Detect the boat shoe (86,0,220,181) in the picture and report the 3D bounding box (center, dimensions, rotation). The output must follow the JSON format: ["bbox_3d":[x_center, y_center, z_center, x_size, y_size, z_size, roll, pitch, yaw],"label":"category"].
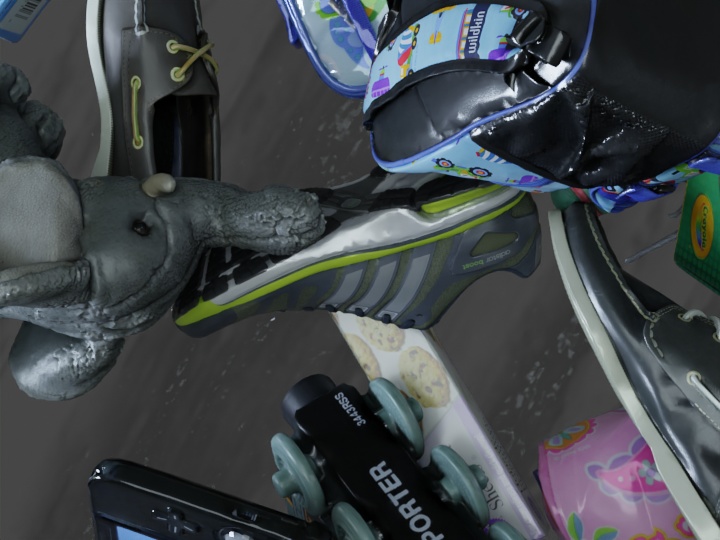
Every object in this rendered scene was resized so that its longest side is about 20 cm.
[{"bbox_3d":[-0.100,-0.090,1.221,0.061,0.072,0.201,6,98,33],"label":"boat shoe"}]

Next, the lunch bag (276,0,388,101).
[{"bbox_3d":[0.017,-0.194,1.207,0.161,0.082,0.200,-24,85,10],"label":"lunch bag"}]

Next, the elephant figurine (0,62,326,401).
[{"bbox_3d":[-0.146,-0.009,1.131,0.200,0.141,0.155,35,111,34],"label":"elephant figurine"}]

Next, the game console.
[{"bbox_3d":[-0.064,0.204,1.141,0.176,0.200,0.116,18,58,9],"label":"game console"}]

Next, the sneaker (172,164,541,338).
[{"bbox_3d":[0.000,0.000,1.170,0.200,0.074,0.081,-19,120,16],"label":"sneaker"}]

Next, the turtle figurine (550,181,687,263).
[{"bbox_3d":[0.151,-0.080,1.180,0.150,0.101,0.200,43,89,6],"label":"turtle figurine"}]

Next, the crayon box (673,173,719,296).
[{"bbox_3d":[0.228,-0.088,1.126,0.119,0.058,0.200,-5,114,-27],"label":"crayon box"}]

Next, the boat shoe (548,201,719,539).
[{"bbox_3d":[0.152,0.049,1.120,0.068,0.072,0.200,-31,73,6],"label":"boat shoe"}]

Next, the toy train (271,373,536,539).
[{"bbox_3d":[0.026,0.139,1.155,0.085,0.114,0.200,-30,55,-16],"label":"toy train"}]

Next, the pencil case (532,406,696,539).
[{"bbox_3d":[0.187,0.095,1.179,0.200,0.087,0.087,-21,87,8],"label":"pencil case"}]

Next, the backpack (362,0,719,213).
[{"bbox_3d":[0.093,-0.113,1.066,0.134,0.200,0.183,23,66,-23],"label":"backpack"}]

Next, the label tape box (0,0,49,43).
[{"bbox_3d":[-0.219,-0.240,1.248,0.200,0.063,0.144,41,96,7],"label":"label tape box"}]

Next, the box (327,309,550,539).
[{"bbox_3d":[0.031,0.060,1.222,0.041,0.039,0.200,-30,85,7],"label":"box"}]
